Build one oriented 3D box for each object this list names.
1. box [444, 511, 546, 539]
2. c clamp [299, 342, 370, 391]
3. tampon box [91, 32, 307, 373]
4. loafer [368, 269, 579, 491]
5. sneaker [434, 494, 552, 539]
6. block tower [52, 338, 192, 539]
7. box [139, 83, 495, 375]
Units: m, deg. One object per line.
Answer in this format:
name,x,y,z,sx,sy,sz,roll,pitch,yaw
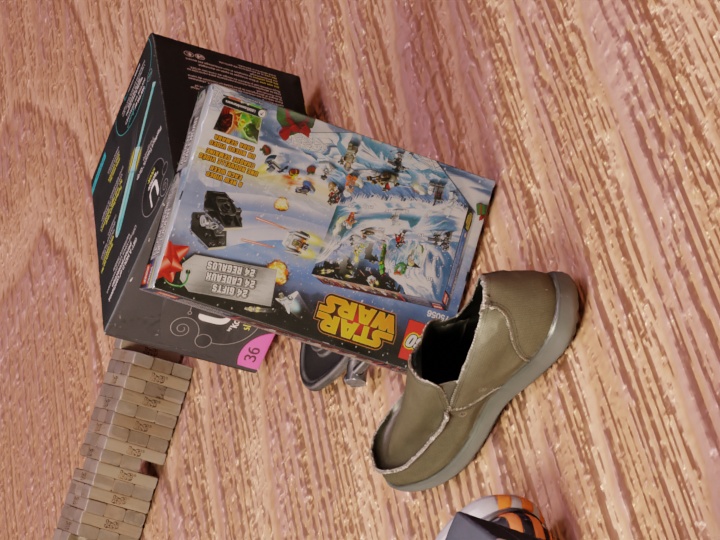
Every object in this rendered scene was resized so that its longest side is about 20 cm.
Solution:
box,0.137,0.205,1.262,0.200,0.182,0.104,28,98,66
c clamp,0.000,0.000,1.932,0.171,0.027,0.200,132,149,-55
tampon box,-0.115,-0.051,2.072,0.200,0.126,0.150,-102,33,-53
loafer,0.055,0.060,1.699,0.200,0.070,0.075,-52,30,37
sneaker,0.046,0.228,1.583,0.200,0.078,0.112,-58,25,28
block tower,-0.190,0.155,2.196,0.058,0.054,0.200,4,77,66
box,-0.026,-0.023,1.778,0.040,0.200,0.137,174,113,-72
